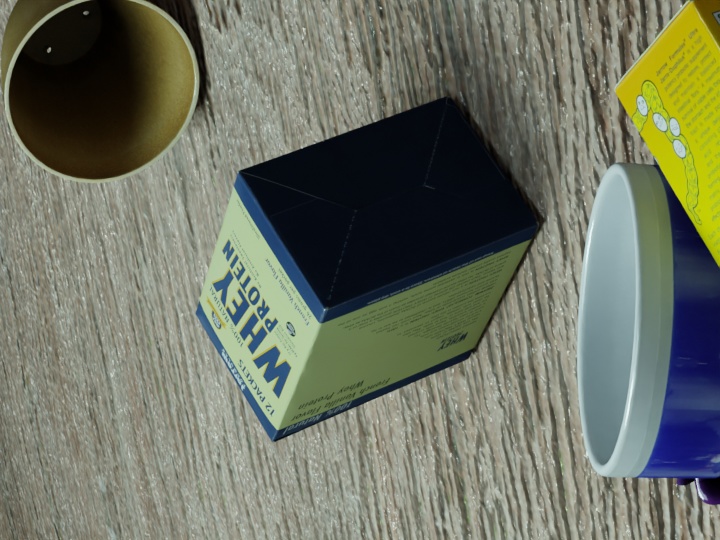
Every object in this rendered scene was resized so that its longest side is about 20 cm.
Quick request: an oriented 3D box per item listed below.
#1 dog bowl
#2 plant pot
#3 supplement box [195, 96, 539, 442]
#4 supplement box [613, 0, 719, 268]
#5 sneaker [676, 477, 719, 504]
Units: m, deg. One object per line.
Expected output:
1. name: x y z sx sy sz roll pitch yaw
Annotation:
1. dog bowl: 0.195 0.033 1.338 0.200 0.078 0.201 -177 90 -86
2. plant pot: -0.274 -0.209 2.017 0.200 0.185 0.187 -130 31 -56
3. supplement box: 0.000 0.000 1.627 0.135 0.199 0.200 57 151 23
4. supplement box: 0.258 -0.065 1.224 0.201 0.108 0.110 62 151 14
5. sneaker: 0.294 0.151 1.332 0.200 0.087 0.075 15 122 57
